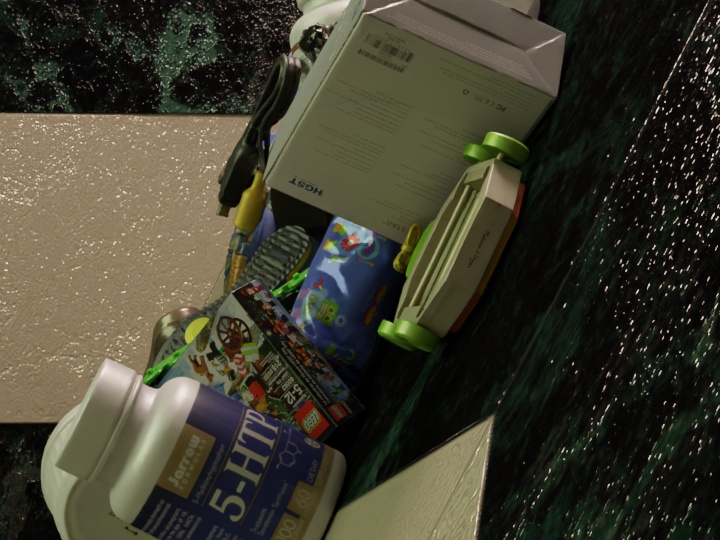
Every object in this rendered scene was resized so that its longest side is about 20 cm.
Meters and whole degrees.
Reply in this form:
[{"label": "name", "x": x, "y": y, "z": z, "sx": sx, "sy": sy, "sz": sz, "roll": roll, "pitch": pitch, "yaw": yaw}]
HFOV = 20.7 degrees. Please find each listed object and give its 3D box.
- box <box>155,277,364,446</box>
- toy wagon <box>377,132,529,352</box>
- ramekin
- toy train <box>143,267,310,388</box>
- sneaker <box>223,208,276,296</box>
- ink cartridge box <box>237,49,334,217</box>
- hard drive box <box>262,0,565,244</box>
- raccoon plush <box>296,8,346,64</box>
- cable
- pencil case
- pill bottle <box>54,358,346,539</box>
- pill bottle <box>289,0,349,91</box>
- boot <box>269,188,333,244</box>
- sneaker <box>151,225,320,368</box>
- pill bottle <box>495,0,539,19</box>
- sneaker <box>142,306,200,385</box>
[{"label": "box", "x": -0.096, "y": 0.117, "z": 1.605, "sx": 0.038, "sy": 0.137, "sz": 0.200, "roll": -28, "pitch": -16, "yaw": -45}, {"label": "toy wagon", "x": 0.063, "y": -0.016, "z": 1.405, "sx": 0.156, "sy": 0.039, "sz": 0.200, "roll": -64, "pitch": 7, "yaw": -6}, {"label": "ramekin", "x": -0.228, "y": 0.226, "z": 2.033, "sx": 0.203, "sy": 0.202, "sz": 0.094, "roll": -61, "pitch": 20, "yaw": 19}, {"label": "toy train", "x": -0.104, "y": 0.055, "z": 1.695, "sx": 0.200, "sy": 0.042, "sz": 0.056, "roll": -33, "pitch": 11, "yaw": 17}, {"label": "sneaker", "x": -0.089, "y": 0.037, "z": 1.930, "sx": 0.075, "sy": 0.088, "sz": 0.201, "roll": -154, "pitch": 69, "yaw": -79}, {"label": "ink cartridge box", "x": -0.039, "y": -0.115, "z": 1.925, "sx": 0.043, "sy": 0.200, "sz": 0.199, "roll": -2, "pitch": -52, "yaw": -53}, {"label": "hard drive box", "x": 0.037, "y": -0.119, "z": 1.470, "sx": 0.200, "sy": 0.155, "sz": 0.077, "roll": -55, "pitch": 16, "yaw": 45}, {"label": "raccoon plush", "x": 0.025, "y": -0.196, "z": 1.592, "sx": 0.134, "sy": 0.097, "sz": 0.200, "roll": -45, "pitch": 5, "yaw": 2}, {"label": "cable", "x": -0.088, "y": -0.120, "z": 1.839, "sx": 0.097, "sy": 0.050, "sz": 0.200, "roll": -97, "pitch": 29, "yaw": -57}, {"label": "pencil case", "x": 0.005, "y": -0.001, "z": 1.617, "sx": 0.087, "sy": 0.078, "sz": 0.200, "roll": 14, "pitch": 73, "yaw": 42}, {"label": "pill bottle", "x": -0.123, "y": 0.150, "z": 1.492, "sx": 0.120, "sy": 0.200, "sz": 0.120, "roll": -62, "pitch": 8, "yaw": 15}, {"label": "pill bottle", "x": -0.002, "y": -0.178, "z": 1.805, "sx": 0.112, "sy": 0.112, "sz": 0.201, "roll": 140, "pitch": 121, "yaw": -72}, {"label": "boot", "x": -0.046, "y": -0.010, "z": 1.875, "sx": 0.075, "sy": 0.073, "sz": 0.201, "roll": -56, "pitch": -32, "yaw": -69}, {"label": "sneaker", "x": -0.101, "y": 0.052, "z": 1.792, "sx": 0.200, "sy": 0.079, "sz": 0.066, "roll": -45, "pitch": 47, "yaw": -10}, {"label": "pill bottle", "x": 0.085, "y": -0.218, "z": 1.670, "sx": 0.113, "sy": 0.112, "sz": 0.200, "roll": -64, "pitch": 8, "yaw": -7}, {"label": "sneaker", "x": -0.168, "y": 0.117, "z": 1.891, "sx": 0.200, "sy": 0.070, "sz": 0.076, "roll": 93, "pitch": 157, "yaw": -57}]
